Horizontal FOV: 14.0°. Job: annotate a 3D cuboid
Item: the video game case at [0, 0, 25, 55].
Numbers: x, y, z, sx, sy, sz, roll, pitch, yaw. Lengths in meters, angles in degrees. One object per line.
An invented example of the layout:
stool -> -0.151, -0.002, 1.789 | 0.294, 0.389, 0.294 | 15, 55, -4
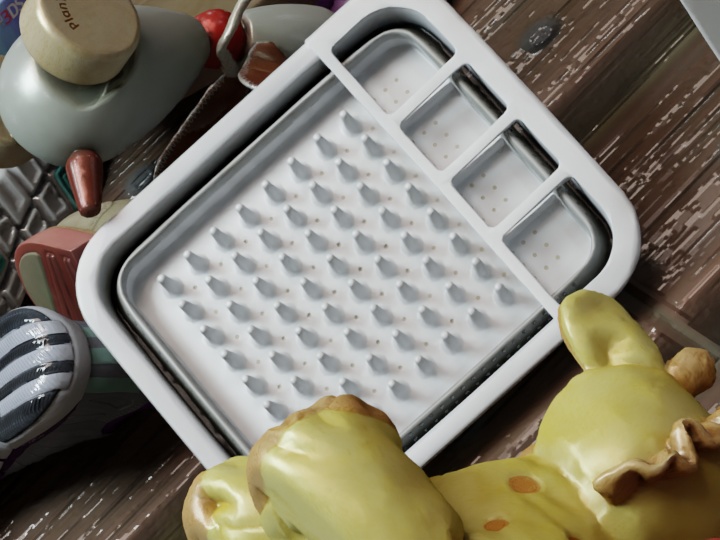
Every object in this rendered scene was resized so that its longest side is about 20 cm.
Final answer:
video game case -> -0.228, -0.119, 1.571 | 0.180, 0.046, 0.200 | -20, 20, 30

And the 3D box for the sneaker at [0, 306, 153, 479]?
sneaker -> -0.151, 0.069, 1.332 | 0.200, 0.087, 0.075 | -24, 68, 55

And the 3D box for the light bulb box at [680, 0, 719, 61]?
light bulb box -> 0.221, -0.119, 1.035 | 0.124, 0.198, 0.201 | -12, 42, 33

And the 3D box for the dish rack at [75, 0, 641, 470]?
dish rack -> 0.000, 0.000, 1.205 | 0.200, 0.044, 0.172 | -41, 71, -1

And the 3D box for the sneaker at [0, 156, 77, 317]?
sneaker -> -0.205, -0.009, 1.444 | 0.091, 0.078, 0.200 | -23, 18, 38

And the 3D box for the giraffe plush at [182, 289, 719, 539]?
giraffe plush -> 0.062, 0.092, 1.015 | 0.162, 0.173, 0.200 | -35, 16, -31

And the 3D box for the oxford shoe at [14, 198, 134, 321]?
oxford shoe -> -0.070, -0.003, 1.314 | 0.199, 0.071, 0.075 | 14, 43, 42

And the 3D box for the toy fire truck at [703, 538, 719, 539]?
toy fire truck -> 0.184, 0.138, 0.882 | 0.200, 0.112, 0.168 | -39, 57, 5

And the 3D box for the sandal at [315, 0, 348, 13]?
sandal -> -0.002, -0.117, 1.390 | 0.082, 0.050, 0.203 | -15, 42, 34

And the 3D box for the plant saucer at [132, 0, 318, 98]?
plant saucer -> -0.085, -0.127, 1.426 | 0.199, 0.030, 0.200 | -27, 22, 12

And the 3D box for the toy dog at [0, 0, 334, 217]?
toy dog -> -0.078, -0.072, 1.263 | 0.199, 0.132, 0.097 | -15, 70, -20
